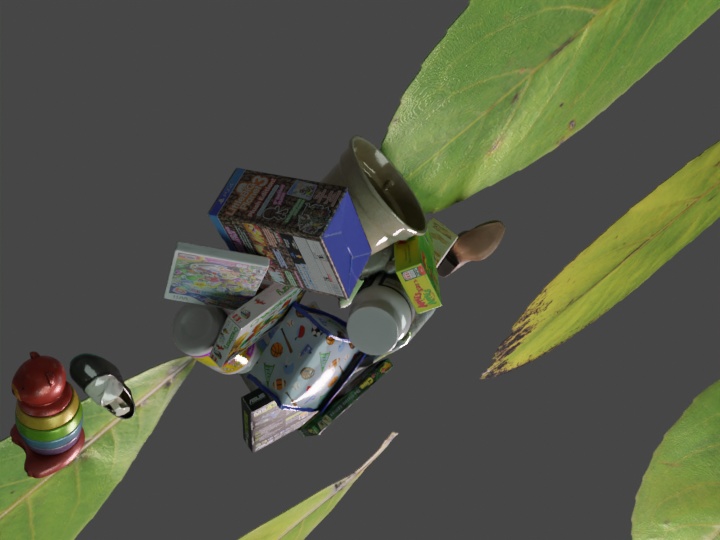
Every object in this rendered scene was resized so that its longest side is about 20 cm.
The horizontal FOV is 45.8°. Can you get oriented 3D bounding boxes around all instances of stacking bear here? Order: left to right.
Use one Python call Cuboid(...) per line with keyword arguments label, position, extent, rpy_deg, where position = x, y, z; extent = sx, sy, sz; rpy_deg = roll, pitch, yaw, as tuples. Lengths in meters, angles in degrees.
Cuboid(label="stacking bear", position=(-0.512, 0.220, 1.382), extent=(0.113, 0.122, 0.201), rpy_deg=(-20, 140, -29))

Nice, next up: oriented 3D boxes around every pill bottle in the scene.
Cuboid(label="pill bottle", position=(-0.255, 0.128, 1.554), extent=(0.104, 0.104, 0.200), rpy_deg=(-39, 153, 0))
Cuboid(label="pill bottle", position=(0.044, 0.067, 1.559), extent=(0.116, 0.116, 0.200), rpy_deg=(-54, -179, 27))

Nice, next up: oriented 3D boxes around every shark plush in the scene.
Cuboid(label="shark plush", position=(0.000, 0.000, 1.556), extent=(0.200, 0.091, 0.083), rpy_deg=(-38, -177, -16))

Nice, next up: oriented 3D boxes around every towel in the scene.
Cuboid(label="towel", position=(0.053, 0.137, 1.750), extent=(0.200, 0.048, 0.171), rpy_deg=(-32, -173, 29))

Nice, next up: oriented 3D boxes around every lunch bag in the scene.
Cuboid(label="lunch bag", position=(-0.077, 0.169, 1.561), extent=(0.170, 0.124, 0.200), rpy_deg=(-54, 150, 7))

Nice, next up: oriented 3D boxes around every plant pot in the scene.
Cuboid(label="plant pot", position=(-0.018, -0.093, 1.448), extent=(0.183, 0.201, 0.200), rpy_deg=(-36, 155, 20))

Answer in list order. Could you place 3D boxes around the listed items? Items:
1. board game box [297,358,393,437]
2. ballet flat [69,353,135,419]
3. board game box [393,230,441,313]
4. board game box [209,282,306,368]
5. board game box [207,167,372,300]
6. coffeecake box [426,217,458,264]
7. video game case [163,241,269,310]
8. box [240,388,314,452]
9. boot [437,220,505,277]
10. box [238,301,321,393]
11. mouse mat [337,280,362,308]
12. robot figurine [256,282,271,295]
Cuboid(label="board game box", position=(-0.029, 0.243, 1.624), extent=(0.200, 0.024, 0.105), rpy_deg=(-40, -176, -23))
Cuboid(label="ballet flat", position=(-0.439, 0.208, 1.488), extent=(0.068, 0.068, 0.200), rpy_deg=(-34, 152, -8))
Cuboid(label="board game box", position=(0.097, -0.029, 1.511), extent=(0.047, 0.200, 0.102), rpy_deg=(-20, 125, 14))
Cuboid(label="board game box", position=(-0.166, 0.073, 1.461), extent=(0.200, 0.035, 0.126), rpy_deg=(-39, 167, -42))
Cuboid(label="board game box", position=(-0.105, -0.056, 1.309), extent=(0.097, 0.199, 0.160), rpy_deg=(-63, 152, -28))
Cuboid(label="coffeecake box", position=(0.111, -0.004, 1.743), extent=(0.154, 0.073, 0.200), rpy_deg=(-56, 176, 27))
Cuboid(label="video game case", position=(-0.234, 0.014, 1.361), extent=(0.142, 0.018, 0.200), rpy_deg=(10, 155, -14))
Cuboid(label="box", position=(-0.144, 0.269, 1.725), extent=(0.199, 0.048, 0.194), rpy_deg=(-27, 149, -22))
Cuboid(label="boot", position=(0.234, -0.059, 1.866), extent=(0.200, 0.070, 0.146), rpy_deg=(-36, -172, 19))
Cuboid(label="box", position=(-0.148, 0.170, 1.739), extent=(0.199, 0.113, 0.102), rpy_deg=(-28, 153, -18))
Cuboid(label="mouse mat", position=(0.015, -0.006, 1.791), extent=(0.160, 0.008, 0.200), rpy_deg=(-32, 151, -15))
Cuboid(label="robot figurine", position=(-0.183, 0.010, 1.516), extent=(0.145, 0.058, 0.200), rpy_deg=(-44, 153, 8))
